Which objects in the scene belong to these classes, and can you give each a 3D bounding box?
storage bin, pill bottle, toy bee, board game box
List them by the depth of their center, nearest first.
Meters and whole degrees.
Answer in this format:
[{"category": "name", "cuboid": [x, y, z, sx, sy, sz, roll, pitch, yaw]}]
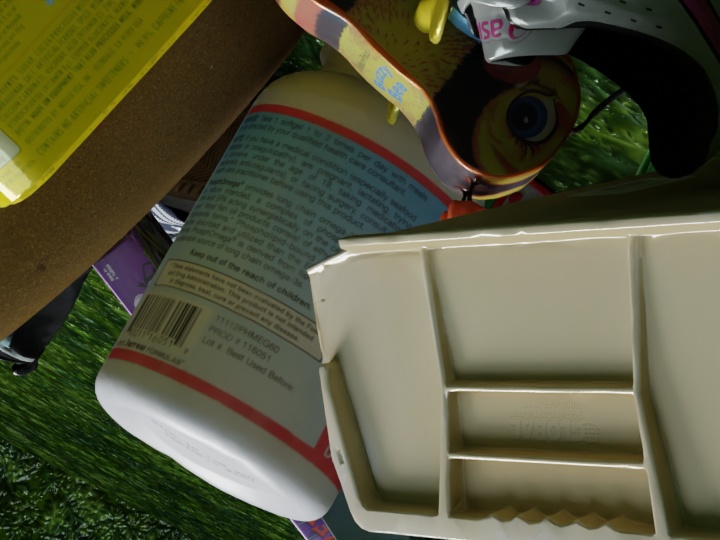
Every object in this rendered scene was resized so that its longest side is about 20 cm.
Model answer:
[{"category": "storage bin", "cuboid": [0.118, 0.016, 0.664, 0.199, 0.095, 0.198, -14, -174, -38]}, {"category": "toy bee", "cuboid": [0.038, -0.071, 0.756, 0.199, 0.109, 0.131, 25, 165, 20]}, {"category": "pill bottle", "cuboid": [-0.017, -0.008, 0.887, 0.108, 0.201, 0.109, 27, 166, 7]}, {"category": "board game box", "cuboid": [-0.064, 0.052, 1.063, 0.201, 0.032, 0.120, 54, 178, -16]}]

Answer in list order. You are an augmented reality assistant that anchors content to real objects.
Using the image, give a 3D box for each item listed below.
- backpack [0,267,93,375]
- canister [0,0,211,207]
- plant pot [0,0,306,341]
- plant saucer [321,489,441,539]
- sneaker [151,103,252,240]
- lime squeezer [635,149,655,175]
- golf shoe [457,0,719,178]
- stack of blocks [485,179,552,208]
[{"category": "backpack", "cuboid": [-0.259, -0.048, 1.303, 0.199, 0.152, 0.178, 27, -176, -17]}, {"category": "canister", "cuboid": [-0.153, -0.139, 0.758, 0.200, 0.149, 0.087, 43, -177, -17]}, {"category": "plant pot", "cuboid": [-0.140, -0.079, 0.893, 0.185, 0.201, 0.187, 28, 166, 8]}, {"category": "plant saucer", "cuboid": [0.017, 0.126, 1.021, 0.201, 0.027, 0.200, 54, -178, -2]}, {"category": "sneaker", "cuboid": [-0.088, -0.039, 1.148, 0.199, 0.070, 0.109, 23, 148, 51]}, {"category": "lime squeezer", "cuboid": [0.096, 0.011, 0.952, 0.038, 0.071, 0.200, 35, 127, 0]}, {"category": "golf shoe", "cuboid": [0.052, -0.110, 0.628, 0.199, 0.093, 0.072, 36, 166, -18]}, {"category": "stack of blocks", "cuboid": [0.000, 0.000, 1.063, 0.058, 0.116, 0.200, 35, 166, -22]}]
